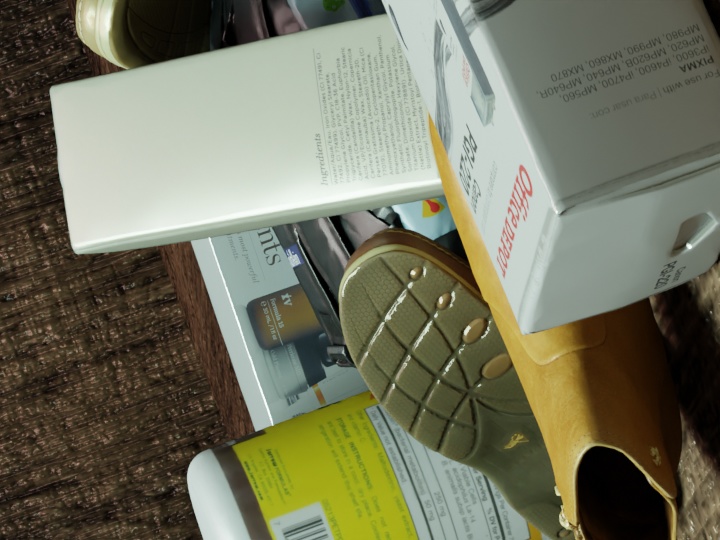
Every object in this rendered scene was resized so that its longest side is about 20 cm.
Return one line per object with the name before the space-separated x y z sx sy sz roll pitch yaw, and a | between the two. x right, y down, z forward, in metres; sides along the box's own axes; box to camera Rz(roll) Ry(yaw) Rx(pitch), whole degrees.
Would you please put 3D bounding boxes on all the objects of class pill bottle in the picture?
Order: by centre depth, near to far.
pill bottle | 0.025 0.107 1.325 0.109 0.200 0.109 161 90 -81

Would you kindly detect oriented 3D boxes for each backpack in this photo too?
backpack | 0.003 -0.073 1.319 0.200 0.154 0.163 52 161 2

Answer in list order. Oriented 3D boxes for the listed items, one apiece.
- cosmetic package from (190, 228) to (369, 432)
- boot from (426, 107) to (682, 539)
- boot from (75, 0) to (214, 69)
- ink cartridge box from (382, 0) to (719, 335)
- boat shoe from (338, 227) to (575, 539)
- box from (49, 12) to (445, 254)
cosmetic package | 0.000 0.000 1.412 0.052 0.151 0.200 170 80 -75
boot | 0.086 0.021 1.103 0.144 0.071 0.201 -93 -21 -56
boot | -0.134 -0.165 1.383 0.200 0.155 0.073 -43 -31 -58
ink cartridge box | 0.066 -0.095 1.023 0.146 0.085 0.200 95 153 -71
boat shoe | 0.060 0.046 1.223 0.200 0.072 0.068 43 -152 -30
box | -0.037 -0.060 1.222 0.068 0.200 0.082 -6 -91 -59
